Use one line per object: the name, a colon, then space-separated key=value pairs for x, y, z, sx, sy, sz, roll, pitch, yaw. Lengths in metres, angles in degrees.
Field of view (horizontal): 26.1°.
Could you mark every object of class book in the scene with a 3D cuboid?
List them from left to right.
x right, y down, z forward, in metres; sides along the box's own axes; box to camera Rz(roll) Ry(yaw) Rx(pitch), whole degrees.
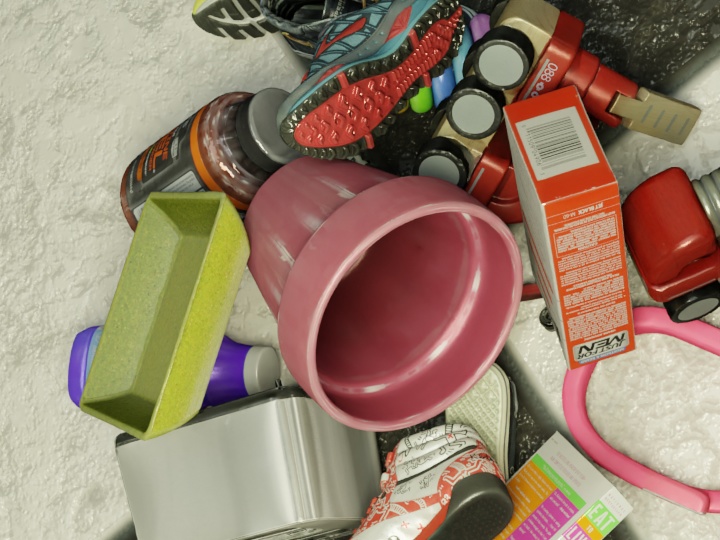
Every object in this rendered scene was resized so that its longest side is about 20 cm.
book: x=0.111 y=0.224 z=1.196 sx=0.200 sy=0.134 sz=0.048 roll=-43 pitch=101 yaw=0

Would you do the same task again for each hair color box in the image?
hair color box: x=0.165 y=-0.030 z=1.208 sx=0.063 sy=0.201 sz=0.112 roll=-16 pitch=49 yaw=0

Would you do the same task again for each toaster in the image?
toaster: x=-0.078 y=0.171 z=1.309 sx=0.198 sy=0.181 sz=0.120 roll=-18 pitch=75 yaw=20

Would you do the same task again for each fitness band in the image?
fitness band: x=0.260 y=0.113 z=1.253 sx=0.199 sy=0.037 sz=0.145 roll=25 pitch=87 yaw=25

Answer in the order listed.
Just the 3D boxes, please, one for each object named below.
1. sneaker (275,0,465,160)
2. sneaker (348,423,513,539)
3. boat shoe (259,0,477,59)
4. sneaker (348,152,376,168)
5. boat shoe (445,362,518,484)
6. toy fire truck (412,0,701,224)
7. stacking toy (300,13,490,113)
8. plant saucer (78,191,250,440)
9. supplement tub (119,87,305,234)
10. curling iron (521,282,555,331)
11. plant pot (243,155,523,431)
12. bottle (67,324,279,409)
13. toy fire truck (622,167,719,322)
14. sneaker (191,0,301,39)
sneaker: x=-0.005 y=-0.163 z=1.276 sx=0.095 sy=0.080 sz=0.200 roll=24 pitch=52 yaw=39
sneaker: x=0.027 y=0.205 z=1.234 sx=0.201 sy=0.067 sz=0.108 roll=-38 pitch=31 yaw=11
boat shoe: x=0.008 y=-0.222 z=1.402 sx=0.198 sy=0.091 sz=0.072 roll=5 pitch=81 yaw=24
sneaker: x=0.005 y=-0.069 z=1.388 sx=0.087 sy=0.076 sz=0.202 roll=-16 pitch=82 yaw=12
boat shoe: x=0.097 y=0.171 z=1.298 sx=0.074 sy=0.062 sz=0.202 roll=8 pitch=97 yaw=20
toy fire truck: x=0.168 y=-0.117 z=1.274 sx=0.199 sy=0.129 sz=0.177 roll=28 pitch=127 yaw=-3
stacking toy: x=0.044 y=-0.169 z=1.351 sx=0.198 sy=0.085 sz=0.086 roll=-11 pitch=74 yaw=3
plant saucer: x=-0.156 y=0.037 z=1.284 sx=0.199 sy=0.048 sz=0.202 roll=6 pitch=78 yaw=64
supplement tub: x=-0.124 y=-0.092 z=1.383 sx=0.199 sy=0.106 sz=0.108 roll=-28 pitch=66 yaw=46
curling iron: x=0.107 y=0.033 z=1.338 sx=0.198 sy=0.026 sz=0.050 roll=-1 pitch=66 yaw=23
plant pot: x=0.000 y=0.000 z=1.241 sx=0.201 sy=0.199 sz=0.179 roll=-55 pitch=43 yaw=4
bottle: x=-0.172 y=0.093 z=1.427 sx=0.198 sy=0.065 sz=0.085 roll=0 pitch=78 yaw=24
toy fire truck: x=0.286 y=-0.046 z=1.158 sx=0.175 sy=0.200 sz=0.130 roll=-23 pitch=64 yaw=7
sneaker: x=-0.077 y=-0.296 z=1.472 sx=0.199 sy=0.078 sz=0.091 roll=-30 pitch=60 yaw=9
